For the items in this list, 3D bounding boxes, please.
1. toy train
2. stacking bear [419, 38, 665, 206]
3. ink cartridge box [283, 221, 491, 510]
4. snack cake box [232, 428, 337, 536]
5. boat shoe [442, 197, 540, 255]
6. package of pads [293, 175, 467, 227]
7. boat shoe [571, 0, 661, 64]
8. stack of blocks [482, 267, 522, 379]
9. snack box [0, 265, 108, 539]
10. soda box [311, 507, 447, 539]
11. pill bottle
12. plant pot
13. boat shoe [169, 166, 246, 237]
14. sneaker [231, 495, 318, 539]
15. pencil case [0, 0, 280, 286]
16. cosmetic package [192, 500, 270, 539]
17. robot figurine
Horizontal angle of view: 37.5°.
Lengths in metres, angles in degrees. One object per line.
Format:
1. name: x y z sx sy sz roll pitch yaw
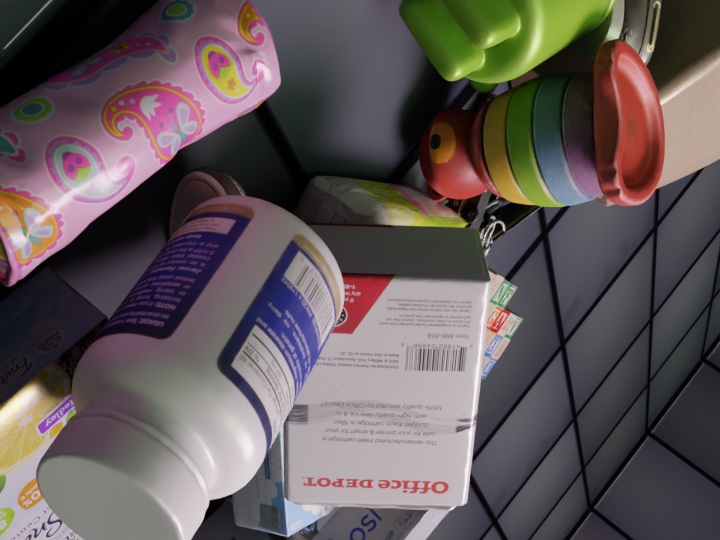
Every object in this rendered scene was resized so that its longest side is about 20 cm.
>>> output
1. toy train: 0.103 -0.071 0.986 0.034 0.045 0.203 15 95 -51
2. stacking bear: 0.136 -0.104 0.869 0.113 0.198 0.124 4 83 -54
3. ink cartridge box: 0.015 0.073 0.792 0.084 0.142 0.203 -90 -178 -62
4. snack cake box: -0.034 0.154 0.986 0.199 0.066 0.117 -16 104 -53
5. boat shoe: 0.113 -0.040 1.057 0.199 0.062 0.075 -35 150 -34
6. package of pads: 0.000 0.000 0.906 0.199 0.068 0.156 -3 124 -59
7. boat shoe: 0.222 -0.264 0.886 0.060 0.072 0.205 16 75 -25
8. stack of blocks: 0.118 0.049 1.178 0.116 0.058 0.200 -57 154 4
9. snack box: -0.221 0.123 0.679 0.168 0.067 0.201 -43 153 -25
10. soda box: -0.010 0.265 0.960 0.200 0.068 0.063 -49 154 -5
11. pill bottle: -0.097 0.061 0.619 0.121 0.118 0.201 98 16 -45
12. plant pot: 0.247 -0.184 0.982 0.176 0.200 0.200 -38 152 -6
13. boat shoe: -0.089 -0.003 0.754 0.057 0.066 0.202 -47 150 -36
14. sneaker: -0.065 0.240 1.082 0.082 0.073 0.201 -53 157 -19
15. pencil case: -0.136 -0.080 0.565 0.199 0.087 0.088 -40 151 -26
16. cosmetic package: -0.115 0.332 1.070 0.085 0.107 0.201 -40 150 -25
17. robot figurine: 0.121 -0.215 0.796 0.199 0.116 0.175 -34 175 -38
